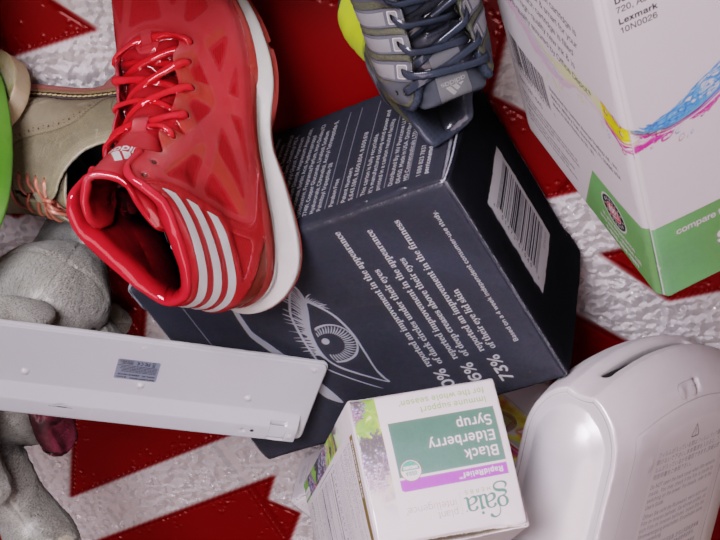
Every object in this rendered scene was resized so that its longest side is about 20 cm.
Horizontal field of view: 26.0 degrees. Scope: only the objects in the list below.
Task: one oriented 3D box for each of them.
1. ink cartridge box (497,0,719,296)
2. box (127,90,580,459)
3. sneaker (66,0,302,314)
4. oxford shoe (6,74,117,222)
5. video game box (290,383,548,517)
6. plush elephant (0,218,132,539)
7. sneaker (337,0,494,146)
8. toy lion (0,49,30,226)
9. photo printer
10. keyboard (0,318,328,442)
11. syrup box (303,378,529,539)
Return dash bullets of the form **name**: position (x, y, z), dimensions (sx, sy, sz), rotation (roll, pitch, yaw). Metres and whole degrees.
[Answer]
- **ink cartridge box**: position (0.118, -0.113, 0.675), dimensions (0.084, 0.145, 0.200), rotation (-25, 134, -3)
- **box**: position (0.000, 0.000, 0.854), dimensions (0.199, 0.105, 0.148), rotation (-17, 126, 26)
- **sneaker**: position (-0.093, -0.076, 0.741), dimensions (0.078, 0.115, 0.201), rotation (-24, 81, 24)
- **oxford shoe**: position (-0.172, -0.059, 0.858), dimensions (0.199, 0.075, 0.071), rotation (-14, 128, 23)
- **video game box**: position (0.087, 0.155, 1.014), dimensions (0.200, 0.047, 0.182), rotation (40, 129, -23)
- **plush elephant**: position (-0.176, 0.045, 0.889), dimensions (0.200, 0.165, 0.155), rotation (48, 137, -15)
- **sneaker**: position (0.030, -0.119, 0.691), dimensions (0.074, 0.081, 0.200), rotation (-26, 165, 0)
- **toy lion**: position (-0.271, -0.017, 0.837), dimensions (0.199, 0.193, 0.069), rotation (-16, 158, 24)
- **photo printer**: position (0.145, 0.135, 0.880), dimensions (0.069, 0.166, 0.201), rotation (22, 111, 35)
- **keyboard**: position (-0.118, 0.057, 0.813), dimensions (0.199, 0.011, 0.056), rotation (8, 120, -19)
- **syrup box**: position (0.024, 0.127, 0.854), dimensions (0.078, 0.082, 0.200), rotation (-9, 161, -12)
